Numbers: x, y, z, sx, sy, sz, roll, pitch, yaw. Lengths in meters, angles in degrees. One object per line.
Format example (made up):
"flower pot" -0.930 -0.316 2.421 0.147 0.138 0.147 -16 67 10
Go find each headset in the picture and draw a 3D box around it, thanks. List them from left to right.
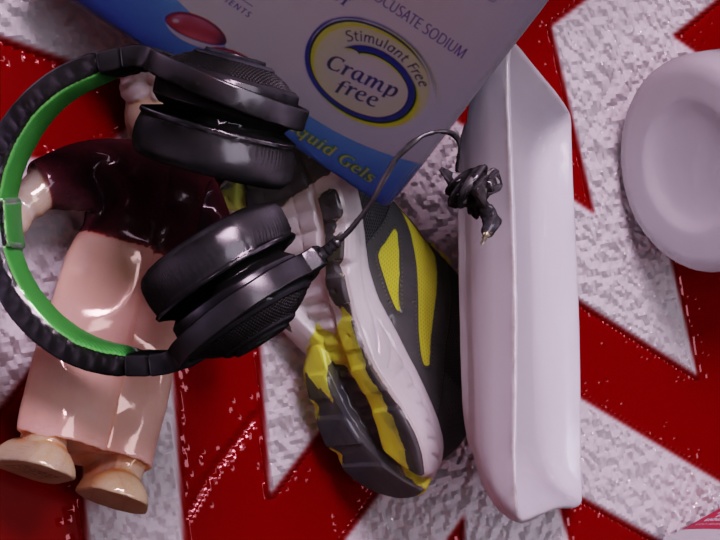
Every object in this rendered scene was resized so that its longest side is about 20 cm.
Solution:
"headset" -0.047 -0.026 0.721 0.094 0.198 0.125 -10 95 -77

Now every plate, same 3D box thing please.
"plate" 0.074 0.011 0.862 0.200 0.032 0.202 19 71 -75

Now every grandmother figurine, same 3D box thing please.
"grandmother figurine" -0.098 -0.008 0.782 0.121 0.060 0.202 28 68 -36

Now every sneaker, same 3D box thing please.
"sneaker" 0.000 0.000 0.852 0.084 0.074 0.202 -33 111 -47

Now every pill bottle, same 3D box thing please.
"pill bottle" 0.244 -0.068 0.999 0.198 0.112 0.114 -11 94 -36

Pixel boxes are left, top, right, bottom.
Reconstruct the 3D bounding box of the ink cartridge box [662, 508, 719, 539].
"ink cartridge box" 0.167 0.219 0.942 0.199 0.083 0.147 -20 99 -35

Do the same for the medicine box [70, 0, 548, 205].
"medicine box" -0.006 -0.157 0.729 0.181 0.200 0.103 33 49 -5
